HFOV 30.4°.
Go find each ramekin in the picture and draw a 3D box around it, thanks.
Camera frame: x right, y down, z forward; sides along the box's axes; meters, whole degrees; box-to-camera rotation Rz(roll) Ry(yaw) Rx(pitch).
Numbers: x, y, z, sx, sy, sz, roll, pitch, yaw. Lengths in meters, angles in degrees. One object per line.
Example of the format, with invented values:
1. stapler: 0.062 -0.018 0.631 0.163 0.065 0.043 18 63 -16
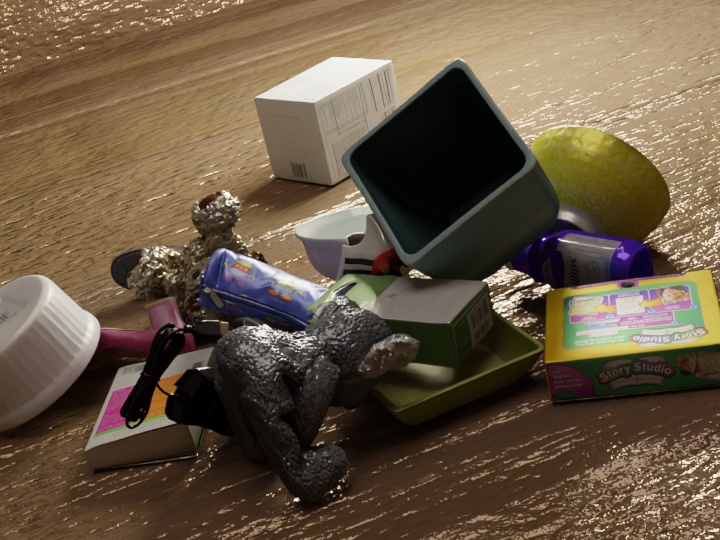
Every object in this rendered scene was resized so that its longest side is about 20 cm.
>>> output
1. ramekin: -0.442 0.099 1.696 0.199 0.098 0.201 -27 30 17

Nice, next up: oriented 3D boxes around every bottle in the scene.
1. bottle: 0.271 -0.009 1.671 0.199 0.084 0.065 13 41 42

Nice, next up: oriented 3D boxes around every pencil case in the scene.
1. pencil case: -0.114 0.037 1.679 0.198 0.079 0.087 20 28 18

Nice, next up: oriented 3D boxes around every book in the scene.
1. book: -0.251 0.164 1.610 0.132 0.048 0.200 -12 24 8

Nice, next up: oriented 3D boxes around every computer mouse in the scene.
1. computer mouse: -0.170 0.114 1.481 0.199 0.141 0.046 11 22 -40

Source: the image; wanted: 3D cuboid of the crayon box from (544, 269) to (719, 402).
1. crayon box: 0.312 0.073 1.510 0.198 0.059 0.173 -7 26 12

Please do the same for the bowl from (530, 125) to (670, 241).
1. bowl: 0.292 -0.082 1.728 0.199 0.201 0.108 9 56 38

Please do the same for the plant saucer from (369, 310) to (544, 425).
1. plant saucer: 0.088 0.110 1.553 0.198 0.048 0.200 -21 25 -17

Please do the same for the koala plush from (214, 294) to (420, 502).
1. koala plush: -0.044 0.108 1.434 0.199 0.185 0.177 -31 31 -19

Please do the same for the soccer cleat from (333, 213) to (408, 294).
1. soccer cleat: 0.000 0.000 1.690 0.068 0.086 0.200 -16 -20 -32

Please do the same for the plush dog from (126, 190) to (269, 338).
1. plush dog: -0.202 0.020 1.819 0.200 0.160 0.172 -39 38 9

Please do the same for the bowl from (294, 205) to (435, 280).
1. bowl: 0.015 -0.026 1.804 0.199 0.091 0.201 -7 15 2

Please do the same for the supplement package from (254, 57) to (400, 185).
1. supplement package: -0.048 -0.260 2.275 0.151 0.152 0.199 12 34 43

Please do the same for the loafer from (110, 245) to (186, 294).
1. loafer: -0.268 -0.004 1.962 0.198 0.073 0.063 -4 6 4

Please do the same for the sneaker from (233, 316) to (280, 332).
1. sneaker: -0.112 0.091 1.594 0.081 0.074 0.200 -8 -4 -15

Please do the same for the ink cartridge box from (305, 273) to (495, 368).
1. ink cartridge box: 0.047 0.056 1.558 0.198 0.060 0.104 4 29 32

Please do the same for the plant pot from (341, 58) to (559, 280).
1. plant pot: 0.133 -0.095 1.641 0.195 0.200 0.197 -38 54 10

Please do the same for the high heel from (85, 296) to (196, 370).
1. high heel: -0.311 0.118 1.746 0.199 0.097 0.067 -24 -18 6
